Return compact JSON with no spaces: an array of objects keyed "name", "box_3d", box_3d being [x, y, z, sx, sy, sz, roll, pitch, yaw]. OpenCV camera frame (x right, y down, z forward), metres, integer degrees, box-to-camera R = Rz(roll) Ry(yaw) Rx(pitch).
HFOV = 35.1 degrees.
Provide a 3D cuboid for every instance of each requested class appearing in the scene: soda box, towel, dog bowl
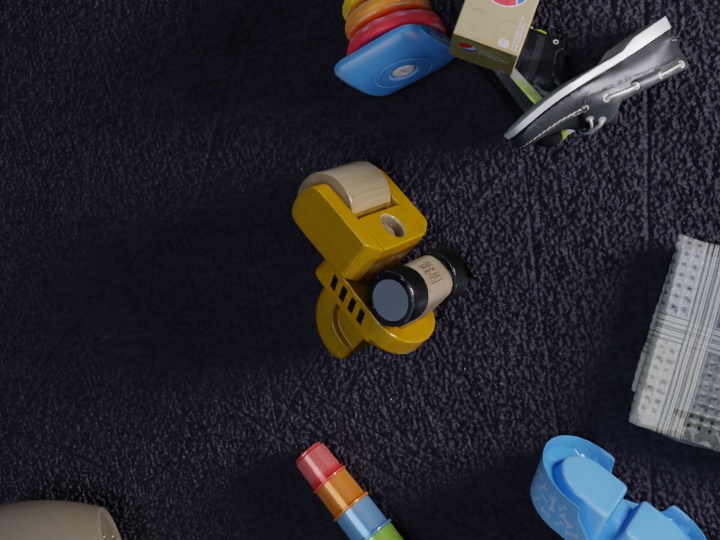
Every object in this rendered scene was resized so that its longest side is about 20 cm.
[{"name":"soda box","box_3d":[0.150,-0.297,1.094,0.067,0.064,0.202,20,84,4]},{"name":"towel","box_3d":[0.374,0.086,1.110,0.191,0.034,0.202,17,101,18]},{"name":"dog bowl","box_3d":[0.255,0.252,1.138,0.199,0.111,0.050,38,122,15]}]

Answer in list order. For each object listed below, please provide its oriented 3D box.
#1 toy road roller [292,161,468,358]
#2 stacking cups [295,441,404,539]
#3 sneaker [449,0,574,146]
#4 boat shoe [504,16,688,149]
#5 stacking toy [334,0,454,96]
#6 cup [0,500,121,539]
[{"name":"toy road roller","box_3d":[0.000,0.000,1.203,0.201,0.123,0.146,52,124,11]},{"name":"stacking cups","box_3d":[0.003,0.283,1.282,0.061,0.060,0.200,-46,73,21]},{"name":"sneaker","box_3d":[0.166,-0.217,1.150,0.082,0.072,0.201,-34,83,-1]},{"name":"boat shoe","box_3d":[0.227,-0.165,1.078,0.199,0.076,0.061,-35,95,-7]},{"name":"stacking toy","box_3d":[0.018,-0.295,1.186,0.109,0.116,0.202,-24,73,29]},{"name":"cup","box_3d":[-0.366,0.363,1.388,0.142,0.200,0.202,-20,88,-3]}]
